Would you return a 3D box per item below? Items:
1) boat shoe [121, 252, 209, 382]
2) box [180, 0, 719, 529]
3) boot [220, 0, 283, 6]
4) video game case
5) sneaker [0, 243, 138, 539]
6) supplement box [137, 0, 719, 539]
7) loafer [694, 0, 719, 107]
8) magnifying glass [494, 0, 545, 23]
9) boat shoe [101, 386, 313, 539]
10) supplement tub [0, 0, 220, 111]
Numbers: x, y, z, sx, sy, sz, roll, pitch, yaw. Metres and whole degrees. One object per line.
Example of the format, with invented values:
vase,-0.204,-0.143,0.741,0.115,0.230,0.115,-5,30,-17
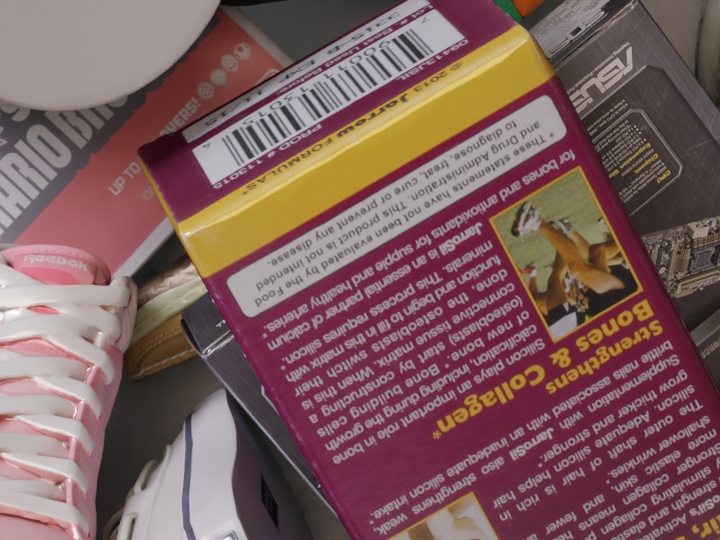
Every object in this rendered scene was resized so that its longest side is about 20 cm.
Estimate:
boat shoe,0.000,0.000,1.102,0.199,0.072,0.076,-28,97,3
box,0.060,0.017,1.067,0.200,0.048,0.159,-39,112,1
boot,-0.020,-0.190,1.125,0.137,0.077,0.201,1,77,-14
video game case,-0.137,-0.089,1.114,0.200,0.017,0.143,43,78,-2
sneaker,-0.119,0.049,1.005,0.075,0.200,0.105,16,107,-12
supplement box,0.033,0.023,0.981,0.130,0.103,0.201,-29,111,-3
loafer,0.189,-0.140,1.086,0.069,0.075,0.201,31,89,11
magnifying glass,0.035,-0.084,1.065,0.200,0.080,0.022,-41,106,-16
boat shoe,-0.057,0.096,1.032,0.065,0.200,0.072,-28,102,3
supplement tub,-0.141,-0.135,0.993,0.140,0.200,0.141,-12,112,-32
